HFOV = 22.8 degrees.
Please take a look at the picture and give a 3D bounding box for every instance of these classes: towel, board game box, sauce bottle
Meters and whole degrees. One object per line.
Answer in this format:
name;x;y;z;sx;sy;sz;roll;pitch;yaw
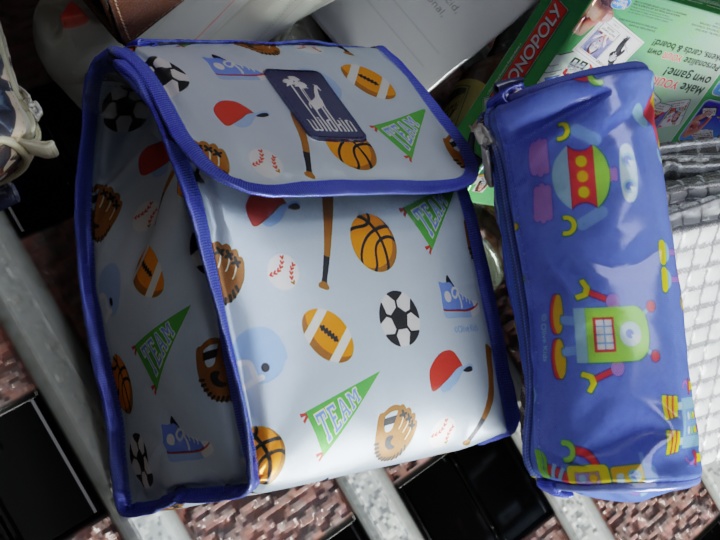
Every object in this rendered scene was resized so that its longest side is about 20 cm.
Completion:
towel;0.180;0.012;0.944;0.199;0.166;0.086;-14;35;-29
board game box;0.147;-0.084;0.920;0.199;0.135;0.029;6;38;-42
sauce bottle;0.074;-0.073;0.989;0.065;0.065;0.200;40;46;-19

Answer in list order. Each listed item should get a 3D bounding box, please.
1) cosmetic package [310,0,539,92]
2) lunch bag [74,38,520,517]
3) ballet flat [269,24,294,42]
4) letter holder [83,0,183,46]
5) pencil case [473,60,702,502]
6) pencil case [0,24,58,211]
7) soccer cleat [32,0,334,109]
cosmetic package;0.049;-0.218;0.911;0.165;0.200;0.165;49;17;-10
lunch bag;-0.032;-0.006;0.796;0.170;0.124;0.201;-5;82;-43
ballet flat;-0.103;-0.189;0.897;0.200;0.057;0.066;51;44;-8
letter holder;-0.057;-0.210;0.729;0.200;0.142;0.101;-39;81;-8
pencil case;0.101;0.005;0.800;0.086;0.078;0.201;-7;87;-11
pencil case;-0.193;-0.123;0.763;0.089;0.078;0.201;-12;74;-14
soccer cleat;-0.055;-0.133;0.832;0.078;0.199;0.069;73;-4;-54
